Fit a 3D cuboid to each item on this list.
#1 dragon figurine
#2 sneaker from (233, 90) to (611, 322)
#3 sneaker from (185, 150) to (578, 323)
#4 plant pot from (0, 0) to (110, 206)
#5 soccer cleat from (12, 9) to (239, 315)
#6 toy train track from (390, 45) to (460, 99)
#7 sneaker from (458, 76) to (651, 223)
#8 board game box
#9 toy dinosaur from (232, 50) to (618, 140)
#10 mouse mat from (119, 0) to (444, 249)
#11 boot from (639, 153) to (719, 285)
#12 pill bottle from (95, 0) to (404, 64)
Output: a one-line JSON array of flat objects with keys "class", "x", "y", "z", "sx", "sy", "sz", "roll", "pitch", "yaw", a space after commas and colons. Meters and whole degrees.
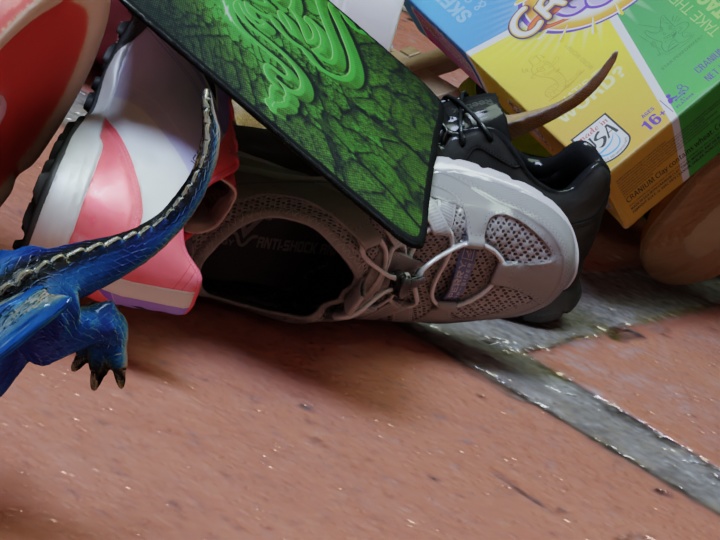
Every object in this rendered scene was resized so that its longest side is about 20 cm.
[{"class": "dragon figurine", "x": -0.119, "y": 0.013, "z": 0.919, "sx": 0.059, "sy": 0.200, "sz": 0.099, "roll": 52, "pitch": -1, "yaw": 22}, {"class": "sneaker", "x": 0.021, "y": -0.044, "z": 1.339, "sx": 0.199, "sy": 0.091, "sz": 0.076, "roll": 12, "pitch": 28, "yaw": -24}, {"class": "sneaker", "x": 0.000, "y": 0.000, "z": 1.238, "sx": 0.199, "sy": 0.075, "sz": 0.082, "roll": 3, "pitch": 29, "yaw": -19}, {"class": "plant pot", "x": -0.203, "y": -0.101, "z": 1.107, "sx": 0.177, "sy": 0.201, "sz": 0.200, "roll": 36, "pitch": 19, "yaw": 9}, {"class": "soccer cleat", "x": -0.077, "y": -0.053, "z": 1.184, "sx": 0.073, "sy": 0.068, "sz": 0.200, "roll": 24, "pitch": 37, "yaw": -3}, {"class": "toy train track", "x": 0.007, "y": -0.103, "z": 1.594, "sx": 0.114, "sy": 0.033, "sz": 0.200, "roll": -19, "pitch": 23, "yaw": -15}, {"class": "sneaker", "x": 0.147, "y": -0.064, "z": 1.579, "sx": 0.199, "sy": 0.074, "sz": 0.084, "roll": 24, "pitch": 21, "yaw": 8}, {"class": "board game box", "x": 0.128, "y": -0.130, "z": 1.470, "sx": 0.200, "sy": 0.153, "sz": 0.040, "roll": 47, "pitch": -6, "yaw": 44}, {"class": "toy dinosaur", "x": 0.035, "y": -0.060, "z": 1.405, "sx": 0.199, "sy": 0.059, "sz": 0.101, "roll": -4, "pitch": -10, "yaw": 19}, {"class": "mouse mat", "x": -0.029, "y": -0.091, "z": 1.217, "sx": 0.161, "sy": 0.008, "sz": 0.200, "roll": 40, "pitch": 17, "yaw": -11}, {"class": "boot", "x": 0.194, "y": -0.101, "z": 1.506, "sx": 0.071, "sy": 0.201, "sz": 0.144, "roll": 30, "pitch": 20, "yaw": -38}, {"class": "pill bottle", "x": -0.079, "y": -0.146, "z": 1.466, "sx": 0.199, "sy": 0.115, "sz": 0.114, "roll": 16, "pitch": 17, "yaw": -4}]
